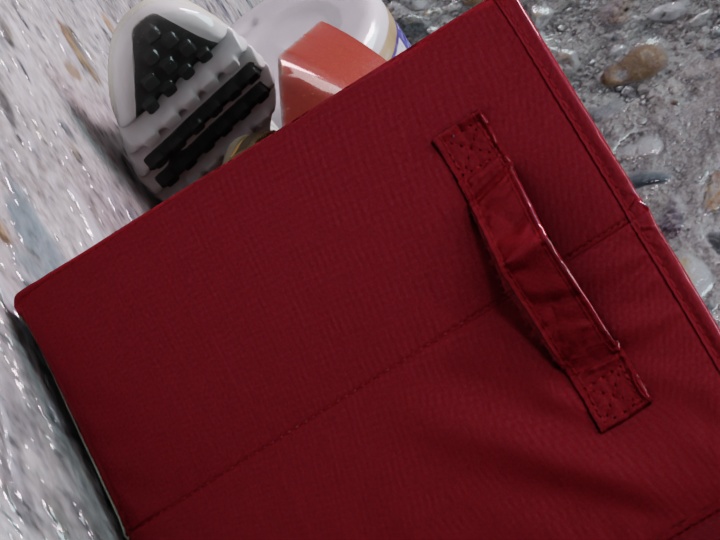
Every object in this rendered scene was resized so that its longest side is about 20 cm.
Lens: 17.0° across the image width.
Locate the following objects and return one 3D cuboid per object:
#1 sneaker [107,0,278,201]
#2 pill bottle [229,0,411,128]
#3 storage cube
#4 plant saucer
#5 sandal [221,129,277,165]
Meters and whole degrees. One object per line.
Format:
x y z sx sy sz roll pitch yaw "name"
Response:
-0.074 -0.069 1.082 0.081 0.075 0.200 50 -4 28 "sneaker"
0.004 -0.057 1.375 0.200 0.120 0.120 55 7 -36 "pill bottle"
0.028 0.050 0.755 0.171 0.180 0.200 61 7 21 "storage cube"
0.000 0.000 1.013 0.200 0.037 0.200 -69 153 -79 "plant saucer"
-0.044 -0.007 1.032 0.200 0.054 0.080 56 31 -81 "sandal"
